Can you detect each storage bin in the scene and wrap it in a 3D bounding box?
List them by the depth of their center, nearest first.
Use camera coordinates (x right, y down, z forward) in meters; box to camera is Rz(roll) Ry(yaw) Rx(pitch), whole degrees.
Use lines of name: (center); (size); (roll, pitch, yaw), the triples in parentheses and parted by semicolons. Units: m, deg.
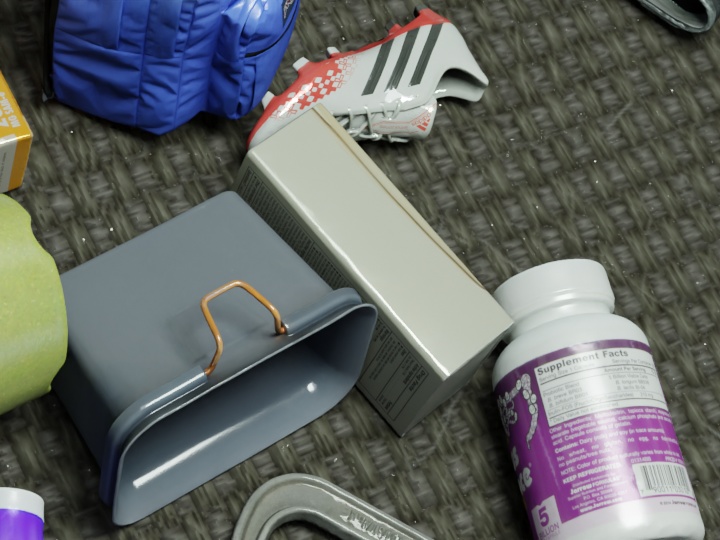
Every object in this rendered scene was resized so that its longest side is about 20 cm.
storage bin: (-0.110, 0.040, 1.275); (0.199, 0.146, 0.135); (-29, 65, -28)

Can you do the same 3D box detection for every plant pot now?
plant pot: (-0.284, 0.035, 1.200); (0.183, 0.201, 0.202); (-16, 69, -37)

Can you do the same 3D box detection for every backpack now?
backpack: (-0.121, -0.210, 1.341); (0.166, 0.201, 0.164); (12, 58, 2)

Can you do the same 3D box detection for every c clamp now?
c clamp: (-0.005, 0.226, 1.269); (0.199, 0.027, 0.171); (34, 59, 0)

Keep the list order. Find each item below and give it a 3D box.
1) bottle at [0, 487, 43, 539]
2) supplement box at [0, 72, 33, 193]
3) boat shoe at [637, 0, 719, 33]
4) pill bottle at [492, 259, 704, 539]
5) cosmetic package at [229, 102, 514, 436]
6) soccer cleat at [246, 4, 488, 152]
bottle: (-0.215, 0.230, 1.178); (0.083, 0.065, 0.202); (8, 62, -15)
supplement box: (-0.330, -0.092, 1.301); (0.199, 0.074, 0.127); (-22, 71, -25)
boat shoe: (0.199, -0.256, 1.553); (0.199, 0.074, 0.068); (41, 44, -5)
pill bottle: (0.150, 0.100, 1.334); (0.111, 0.112, 0.202); (-5, 65, -20)
cosmetic package: (0.000, 0.000, 1.342); (0.073, 0.104, 0.200); (-37, 80, -30)
soccer cleat: (0.007, -0.119, 1.427); (0.199, 0.069, 0.085); (-31, 72, -33)
